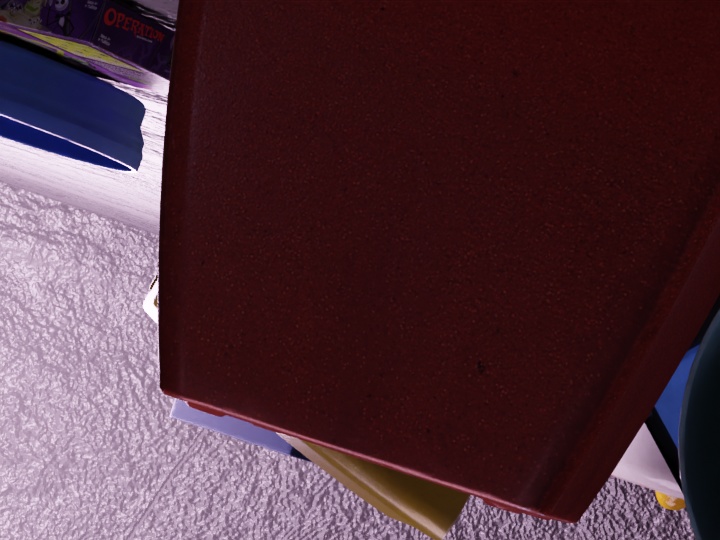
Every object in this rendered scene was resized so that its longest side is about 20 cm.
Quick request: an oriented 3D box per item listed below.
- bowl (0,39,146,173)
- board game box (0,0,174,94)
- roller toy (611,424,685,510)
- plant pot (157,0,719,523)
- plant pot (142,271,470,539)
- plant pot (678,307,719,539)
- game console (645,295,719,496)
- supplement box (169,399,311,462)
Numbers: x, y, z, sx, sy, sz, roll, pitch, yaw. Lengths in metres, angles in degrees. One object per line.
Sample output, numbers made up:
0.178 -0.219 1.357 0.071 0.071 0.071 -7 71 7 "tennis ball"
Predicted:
-0.211 -0.103 1.440 0.200 0.039 0.201 19 177 1 "bowl"
-0.165 -0.126 1.365 0.200 0.032 0.120 16 172 38 "board game box"
0.302 0.151 2.403 0.182 0.140 0.200 16 177 25 "roller toy"
0.033 -0.016 0.907 0.200 0.177 0.200 16 177 11 "plant pot"
0.000 0.000 1.329 0.176 0.200 0.200 30 175 -5 "plant pot"
0.255 0.072 1.117 0.200 0.201 0.161 16 -172 25 "plant pot"
0.224 0.106 1.450 0.200 0.119 0.172 61 -170 7 "game console"
-0.070 0.080 2.635 0.134 0.200 0.200 17 176 17 "supplement box"
